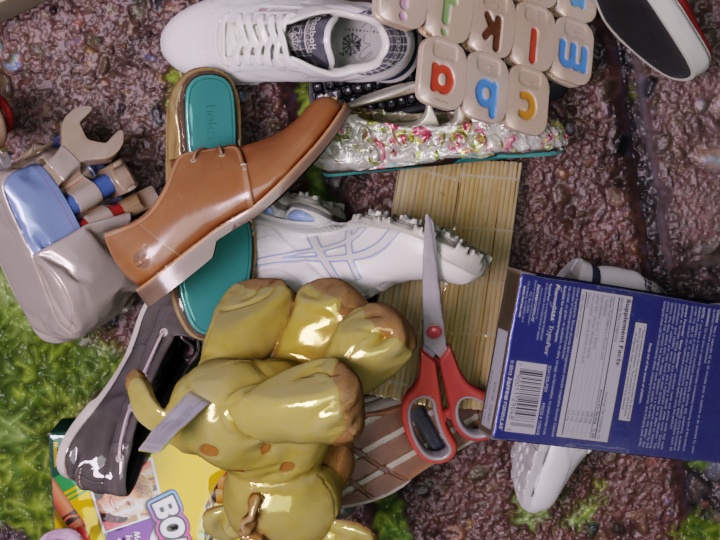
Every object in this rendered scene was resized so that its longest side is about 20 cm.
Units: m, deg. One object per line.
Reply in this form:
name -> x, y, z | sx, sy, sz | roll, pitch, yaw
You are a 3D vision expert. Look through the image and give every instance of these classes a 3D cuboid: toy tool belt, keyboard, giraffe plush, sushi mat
toy tool belt -> -0.216, -0.054, 1.034 | 0.123, 0.125, 0.200 | -31, 103, -36
keyboard -> 0.056, -0.160, 1.056 | 0.200, 0.040, 0.104 | -14, 98, -1
giraffe plush -> -0.051, 0.121, 0.961 | 0.200, 0.172, 0.162 | -36, 127, -27
sushi mat -> 0.063, 0.005, 1.054 | 0.095, 0.012, 0.200 | 10, 76, 0

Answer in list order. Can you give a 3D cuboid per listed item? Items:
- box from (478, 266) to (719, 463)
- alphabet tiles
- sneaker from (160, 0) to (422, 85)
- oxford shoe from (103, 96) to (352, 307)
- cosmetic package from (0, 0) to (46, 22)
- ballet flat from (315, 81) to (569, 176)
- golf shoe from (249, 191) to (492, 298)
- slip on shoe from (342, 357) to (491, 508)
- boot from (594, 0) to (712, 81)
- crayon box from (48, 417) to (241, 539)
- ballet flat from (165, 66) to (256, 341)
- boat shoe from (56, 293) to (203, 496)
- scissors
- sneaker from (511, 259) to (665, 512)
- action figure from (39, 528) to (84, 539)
box -> 0.190, 0.073, 1.017 | 0.200, 0.032, 0.121 | 9, 93, -18
alphabet tiles -> 0.094, -0.202, 1.006 | 0.200, 0.015, 0.196 | 12, 79, -35
sneaker -> -0.058, -0.171, 1.016 | 0.200, 0.080, 0.077 | 1, 102, 16
oxford shoe -> -0.091, -0.064, 0.970 | 0.200, 0.071, 0.071 | -40, 94, -10
cosmetic package -> -0.295, -0.208, 1.006 | 0.200, 0.104, 0.073 | -24, 98, 2
ballet flat -> 0.059, -0.110, 1.036 | 0.200, 0.076, 0.064 | -6, 108, -8
golf shoe -> 0.000, 0.000, 1.024 | 0.200, 0.078, 0.097 | 12, 88, 31
slip on shoe -> 0.029, 0.121, 1.068 | 0.200, 0.061, 0.076 | -27, 94, -5
boot -> 0.229, -0.254, 1.041 | 0.144, 0.072, 0.200 | -46, 111, -17
crayon box -> -0.147, 0.214, 1.083 | 0.172, 0.058, 0.200 | -2, 97, -2
ballet flat -> -0.115, -0.048, 1.033 | 0.069, 0.063, 0.200 | 2, 88, -24
boat shoe -> -0.149, 0.078, 1.033 | 0.057, 0.067, 0.200 | 20, 65, 20
scissors -> 0.047, 0.055, 0.987 | 0.073, 0.014, 0.200 | -17, 120, 7
sneaker -> 0.172, 0.095, 1.070 | 0.080, 0.076, 0.200 | 15, 98, -12
action figure -> -0.205, 0.311, 1.033 | 0.200, 0.134, 0.149 | 42, 52, -20
